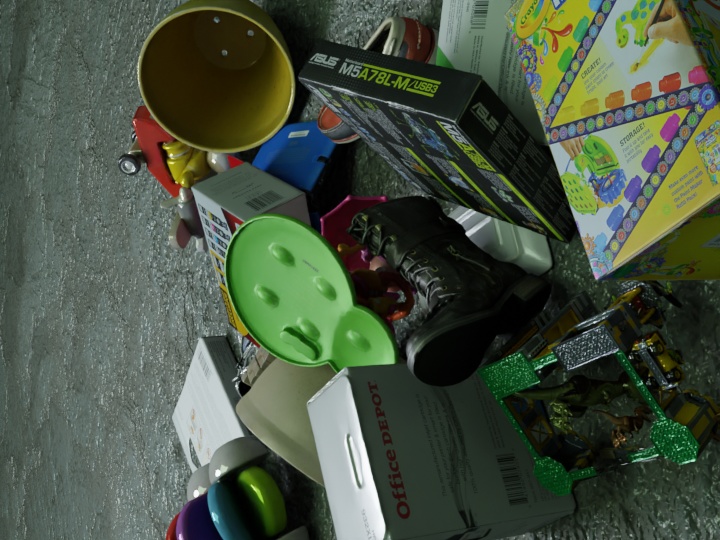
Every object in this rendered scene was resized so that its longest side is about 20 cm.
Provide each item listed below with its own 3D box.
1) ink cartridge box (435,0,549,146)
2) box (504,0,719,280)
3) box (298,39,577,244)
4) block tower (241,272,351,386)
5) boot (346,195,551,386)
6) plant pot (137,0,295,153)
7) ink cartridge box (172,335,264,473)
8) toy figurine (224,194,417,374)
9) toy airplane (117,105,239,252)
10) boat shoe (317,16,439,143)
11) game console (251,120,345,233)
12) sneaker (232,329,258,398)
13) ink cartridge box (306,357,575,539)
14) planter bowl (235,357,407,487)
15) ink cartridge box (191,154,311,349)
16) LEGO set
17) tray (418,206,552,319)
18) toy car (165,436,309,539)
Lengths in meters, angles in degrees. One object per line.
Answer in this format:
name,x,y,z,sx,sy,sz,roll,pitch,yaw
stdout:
ink cartridge box,0.151,-0.180,0.845,0.199,0.082,0.149,24,110,57
box,0.223,-0.106,0.620,0.122,0.198,0.195,-43,54,50
box,0.070,-0.108,0.847,0.192,0.200,0.048,22,79,45
block tower,-0.058,0.054,1.132,0.202,0.054,0.058,-59,15,3
boot,0.053,0.006,0.867,0.173,0.199,0.070,37,125,25
plant pot,-0.178,-0.276,1.310,0.143,0.197,0.201,-88,20,-52
ink cartridge box,-0.208,0.227,1.466,0.201,0.043,0.175,59,137,39
toy figurine,0.000,0.000,0.979,0.199,0.184,0.151,35,129,16
toy airplane,-0.218,-0.126,1.386,0.140,0.198,0.203,-21,80,26
boat shoe,0.005,-0.205,1.087,0.199,0.062,0.072,-34,55,48
game console,-0.065,-0.084,1.258,0.199,0.118,0.172,7,65,57
sneaker,-0.130,0.124,1.301,0.201,0.081,0.075,62,138,38
ink cartridge box,0.068,0.160,0.869,0.084,0.198,0.147,-44,54,48
planter bowl,-0.009,0.136,1.031,0.136,0.199,0.200,-57,37,0
ink cartridge box,-0.127,-0.016,1.213,0.175,0.083,0.202,31,140,47
LEGO set,0.197,0.078,0.782,0.154,0.115,0.200,50,143,6
tray,0.105,-0.015,0.979,0.200,0.022,0.109,-38,59,52
toy car,-0.172,0.325,1.283,0.200,0.149,0.177,-45,68,48
